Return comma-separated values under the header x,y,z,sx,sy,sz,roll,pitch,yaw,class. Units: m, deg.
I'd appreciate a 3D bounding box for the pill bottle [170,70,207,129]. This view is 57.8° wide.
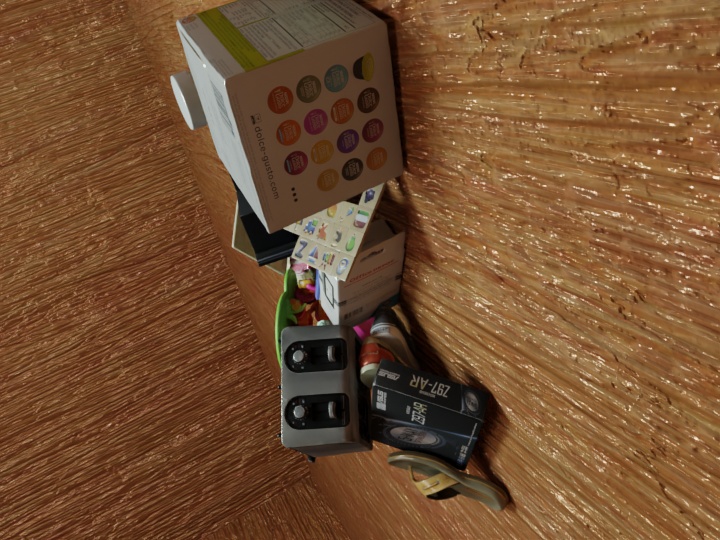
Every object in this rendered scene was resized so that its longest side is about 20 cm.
x,y,z,sx,sy,sz,roll,pitch,yaw,class
-0.183,-0.291,1.004,0.113,0.198,0.113,54,161,30,pill bottle

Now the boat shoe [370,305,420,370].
x,y,z,sx,sy,sz,roll,pitch,yaw,class
0.059,0.134,1.088,0.201,0.070,0.069,64,-156,-47,boat shoe

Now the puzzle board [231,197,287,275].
x,y,z,sx,sy,sz,roll,pitch,yaw,class
-0.196,-0.108,1.313,0.150,0.017,0.203,32,-129,-48,puzzle board

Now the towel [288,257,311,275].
x,y,z,sx,sy,sz,roll,pitch,yaw,class
-0.122,-0.095,1.280,0.146,0.029,0.204,161,105,-71,towel

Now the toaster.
x,y,z,sx,sy,sz,roll,pitch,yaw,class
-0.051,0.198,1.034,0.200,0.116,0.184,63,-157,-66,toaster

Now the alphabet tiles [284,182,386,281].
x,y,z,sx,sy,sz,roll,pitch,yaw,class
-0.048,-0.088,0.924,0.007,0.170,0.199,22,180,-41,alphabet tiles

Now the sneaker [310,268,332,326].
x,y,z,sx,sy,sz,roll,pitch,yaw,class
-0.074,0.069,1.304,0.118,0.073,0.202,-39,74,34,sneaker

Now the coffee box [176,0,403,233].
x,y,z,sx,sy,sz,roll,pitch,yaw,class
-0.082,-0.211,0.806,0.200,0.195,0.202,51,159,44,coffee box

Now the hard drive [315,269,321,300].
x,y,z,sx,sy,sz,roll,pitch,yaw,class
-0.051,-0.069,1.047,0.202,0.025,0.133,100,173,-46,hard drive

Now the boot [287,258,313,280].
x,y,z,sx,sy,sz,roll,pitch,yaw,class
-0.159,-0.028,1.512,0.200,0.071,0.157,-132,19,-65,boot

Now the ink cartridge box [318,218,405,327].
x,y,z,sx,sy,sz,roll,pitch,yaw,class
0.000,0.000,0.986,0.068,0.115,0.201,55,160,27,ink cartridge box

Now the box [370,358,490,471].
x,y,z,sx,sy,sz,roll,pitch,yaw,class
0.096,0.216,0.959,0.158,0.044,0.201,17,146,11,box

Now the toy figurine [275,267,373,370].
x,y,z,sx,sy,sz,roll,pitch,yaw,class
-0.048,0.087,1.197,0.151,0.180,0.203,71,-162,-62,toy figurine

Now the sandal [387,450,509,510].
x,y,z,sx,sy,sz,roll,pitch,yaw,class
0.127,0.329,1.001,0.197,0.054,0.081,19,153,20,sandal

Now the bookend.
x,y,z,sx,sy,sz,roll,pitch,yaw,class
-0.176,-0.153,1.138,0.200,0.091,0.202,-110,2,-51,bookend

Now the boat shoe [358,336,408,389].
x,y,z,sx,sy,sz,roll,pitch,yaw,class
0.062,0.178,1.036,0.200,0.070,0.063,45,-151,-38,boat shoe
